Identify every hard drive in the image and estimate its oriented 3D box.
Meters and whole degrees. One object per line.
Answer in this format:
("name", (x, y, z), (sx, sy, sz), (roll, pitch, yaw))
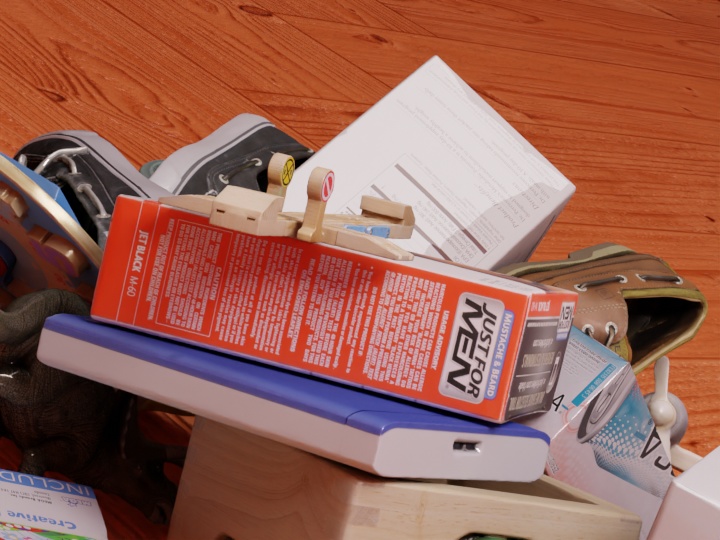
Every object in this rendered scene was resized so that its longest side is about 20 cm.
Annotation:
("hard drive", (-0.031, 0.058, 1.087), (0.200, 0.025, 0.132), (15, 4, 37))

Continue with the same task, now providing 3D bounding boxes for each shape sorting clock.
("shape sorting clock", (-0.182, -0.010, 1.217), (0.200, 0.039, 0.200), (38, -19, 16))

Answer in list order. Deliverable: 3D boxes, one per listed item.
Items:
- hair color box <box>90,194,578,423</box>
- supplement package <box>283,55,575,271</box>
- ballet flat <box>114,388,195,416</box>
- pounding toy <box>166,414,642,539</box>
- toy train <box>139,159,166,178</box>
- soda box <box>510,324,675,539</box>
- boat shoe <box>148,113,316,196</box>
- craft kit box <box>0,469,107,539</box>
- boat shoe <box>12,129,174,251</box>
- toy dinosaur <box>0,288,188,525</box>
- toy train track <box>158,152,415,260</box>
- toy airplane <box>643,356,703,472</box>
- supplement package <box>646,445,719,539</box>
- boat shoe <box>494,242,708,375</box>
("hair color box", (-0.010, 0.016, 1.108), (0.199, 0.064, 0.111), (15, 3, 15))
("supplement package", (0.000, 0.000, 1.274), (0.110, 0.114, 0.200), (44, 58, 9))
("ballet flat", (-0.159, 0.040, 1.335), (0.200, 0.067, 0.067), (27, 39, 30))
("pounding toy", (0.009, 0.155, 1.070), (0.184, 0.143, 0.200), (11, 4, -31))
("toy train", (-0.109, 0.000, 1.475), (0.200, 0.085, 0.114), (33, 33, 30))
("soda box", (0.118, 0.111, 1.223), (0.064, 0.068, 0.200), (35, -18, 39))
("boat shoe", (-0.082, -0.040, 1.409), (0.056, 0.069, 0.200), (22, 31, 13))
("craft kit box", (-0.194, 0.137, 1.014), (0.199, 0.049, 0.198), (14, 16, -22))
("boat shoe", (-0.162, -0.030, 1.302), (0.068, 0.074, 0.199), (2, 20, -32))
("toy dinosaur", (-0.155, 0.054, 1.158), (0.077, 0.200, 0.102), (23, 56, 42))
("toy train track", (-0.016, -0.032, 1.079), (0.114, 0.033, 0.200), (14, 4, 19))
("toy airplane", (0.098, 0.063, 1.404), (0.200, 0.141, 0.199), (11, 19, -28))
("supplement package", (0.180, 0.191, 1.007), (0.152, 0.200, 0.151), (27, 18, 18))
("boat shoe", (0.114, 0.032, 1.263), (0.068, 0.072, 0.200), (21, 31, 32))
